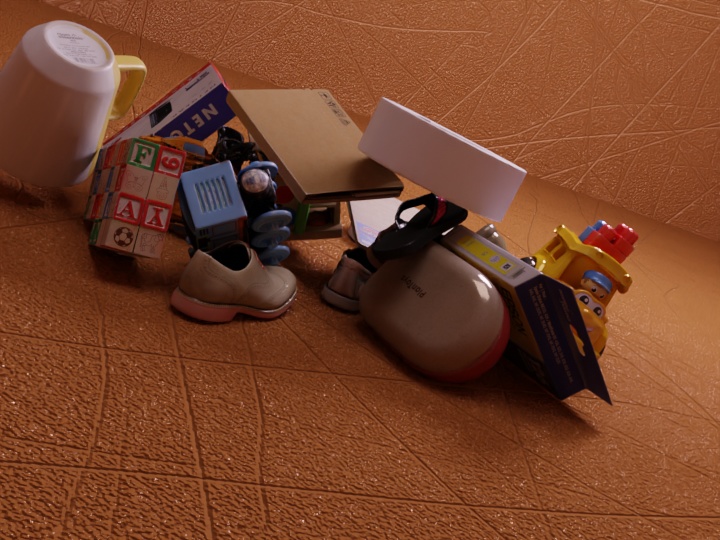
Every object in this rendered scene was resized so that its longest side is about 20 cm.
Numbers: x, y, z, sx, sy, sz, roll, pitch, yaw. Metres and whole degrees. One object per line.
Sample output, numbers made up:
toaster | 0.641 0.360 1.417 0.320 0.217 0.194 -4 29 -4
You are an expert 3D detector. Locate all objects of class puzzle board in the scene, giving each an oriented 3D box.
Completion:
puzzle board | 0.065 -0.044 1.407 0.200 0.017 0.151 23 34 -27

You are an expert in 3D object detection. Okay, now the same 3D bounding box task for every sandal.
sandal | 0.072 -0.062 1.209 0.075 0.045 0.200 -10 13 28

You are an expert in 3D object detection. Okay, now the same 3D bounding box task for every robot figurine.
robot figurine | -0.192 -0.098 1.283 0.199 0.146 0.058 16 18 18

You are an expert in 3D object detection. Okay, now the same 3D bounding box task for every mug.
mug | -0.348 -0.212 1.197 0.149 0.153 0.187 29 36 -12

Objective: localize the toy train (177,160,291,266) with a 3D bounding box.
toy train | -0.141 -0.054 1.147 0.114 0.087 0.200 -14 -18 -10

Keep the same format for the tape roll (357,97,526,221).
tape roll | 0.099 -0.136 1.253 0.202 0.071 0.202 26 10 -5

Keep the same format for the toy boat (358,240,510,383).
toy boat | 0.097 0.061 1.185 0.131 0.131 0.200 47 -4 -36

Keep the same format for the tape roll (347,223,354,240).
tape roll | 0.078 -0.044 1.663 0.202 0.037 0.203 20 13 -5

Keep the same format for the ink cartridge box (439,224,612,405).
ink cartridge box | 0.193 0.060 1.206 0.200 0.047 0.198 41 -17 52

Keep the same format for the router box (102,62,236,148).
router box | -0.265 -0.199 1.429 0.049 0.200 0.180 53 1 -24

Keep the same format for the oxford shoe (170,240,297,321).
oxford shoe | -0.120 0.007 1.106 0.071 0.074 0.200 27 15 21

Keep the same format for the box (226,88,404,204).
box | -0.058 -0.161 1.298 0.163 0.021 0.200 -9 51 -40

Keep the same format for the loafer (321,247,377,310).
loafer | 0.000 0.000 1.329 0.072 0.063 0.200 22 14 4

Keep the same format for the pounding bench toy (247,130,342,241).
pounding bench toy | -0.086 -0.105 1.395 0.124 0.156 0.200 -3 31 -9

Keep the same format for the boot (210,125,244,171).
boot | -0.200 -0.140 1.420 0.070 0.132 0.200 12 17 -29

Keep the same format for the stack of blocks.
stack of blocks | -0.257 -0.077 1.133 0.058 0.116 0.200 15 -3 -24

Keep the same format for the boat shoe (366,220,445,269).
boat shoe | 0.105 -0.012 1.327 0.200 0.070 0.071 15 42 -36

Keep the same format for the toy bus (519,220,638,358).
toy bus | 0.304 0.015 1.402 0.136 0.192 0.200 41 12 -13

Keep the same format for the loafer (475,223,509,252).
loafer | 0.184 -0.006 1.540 0.068 0.076 0.200 57 -3 15
